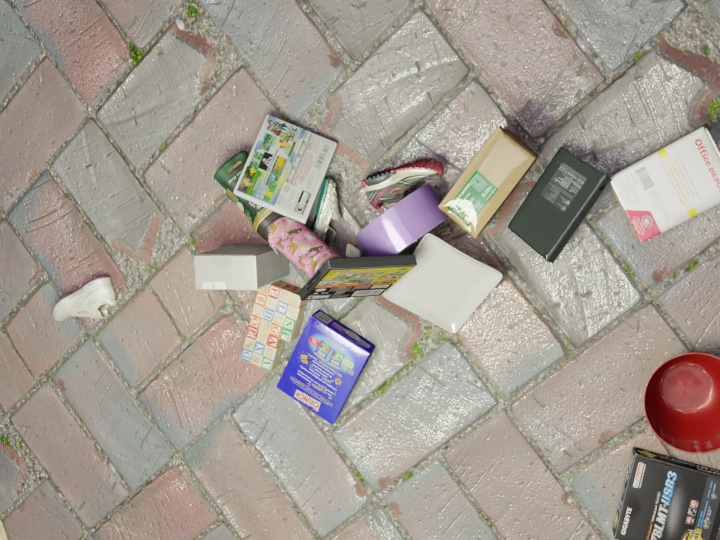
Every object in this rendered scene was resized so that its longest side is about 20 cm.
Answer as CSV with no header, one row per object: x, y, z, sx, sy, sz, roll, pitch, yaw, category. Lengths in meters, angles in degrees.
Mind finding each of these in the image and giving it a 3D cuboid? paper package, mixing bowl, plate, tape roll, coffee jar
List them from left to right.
-0.244,-0.172,1.584,0.104,0.085,0.201,-41,86,-20,coffee jar
0.091,-0.093,1.450,0.198,0.200,0.086,-36,89,17,tape roll
0.178,0.026,1.481,0.196,0.033,0.201,27,125,-11,plate
0.265,-0.185,1.392,0.103,0.190,0.202,39,107,7,paper package
0.673,0.254,1.381,0.194,0.108,0.206,3,99,16,mixing bowl

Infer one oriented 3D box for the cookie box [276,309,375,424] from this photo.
-0.083,0.228,1.609,0.169,0.075,0.203,31,104,9,cookie box

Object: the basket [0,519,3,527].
-1.128,0.851,1.951,0.194,0.161,0.205,-17,94,17,basket

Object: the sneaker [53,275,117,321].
-0.721,0.096,1.772,0.197,0.075,0.101,-29,89,18,sneaker

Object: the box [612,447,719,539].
0.661,0.504,1.453,0.193,0.050,0.206,13,101,13,box

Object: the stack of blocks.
-0.207,0.133,1.640,0.113,0.058,0.205,20,103,12,stack of blocks

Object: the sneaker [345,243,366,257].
0.000,0.000,1.509,0.075,0.201,0.080,8,70,2,sneaker

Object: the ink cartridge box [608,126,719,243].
0.614,-0.169,1.350,0.197,0.083,0.148,-28,89,18,ink cartridge box

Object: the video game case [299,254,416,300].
-0.008,0.015,1.397,0.181,0.195,0.026,-43,55,57,video game case

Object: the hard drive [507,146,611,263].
0.405,-0.136,1.402,0.202,0.032,0.140,-57,42,16,hard drive

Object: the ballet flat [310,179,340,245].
-0.083,-0.111,1.576,0.070,0.072,0.205,23,105,11,ballet flat

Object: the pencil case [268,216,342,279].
-0.122,-0.043,1.498,0.199,0.082,0.088,36,101,36,pencil case

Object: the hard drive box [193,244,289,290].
-0.269,-0.011,1.564,0.151,0.200,0.079,1,98,16,hard drive box

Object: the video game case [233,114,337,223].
-0.169,-0.231,1.543,0.178,0.022,0.204,22,78,3,video game case

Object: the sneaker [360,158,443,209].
0.098,-0.194,1.497,0.196,0.080,0.076,-12,106,35,sneaker
